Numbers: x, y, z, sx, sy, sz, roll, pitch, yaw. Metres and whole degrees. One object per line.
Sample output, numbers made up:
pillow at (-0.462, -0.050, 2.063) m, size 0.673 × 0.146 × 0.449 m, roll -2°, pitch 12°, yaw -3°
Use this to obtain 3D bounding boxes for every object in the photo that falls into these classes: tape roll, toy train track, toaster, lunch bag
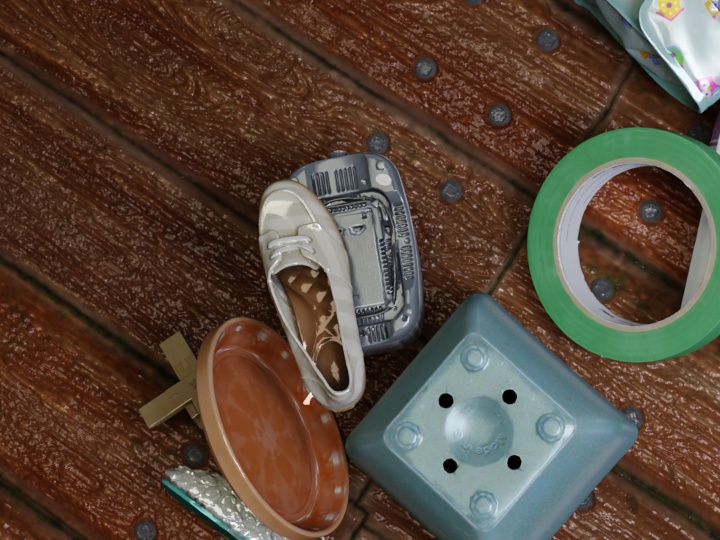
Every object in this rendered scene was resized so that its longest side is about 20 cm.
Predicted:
tape roll at (0.244, -0.022, 1.379) m, size 0.198 × 0.048 × 0.203 m, roll 0°, pitch 91°, yaw 29°
toy train track at (-0.124, 0.139, 1.425) m, size 0.114 × 0.033 × 0.201 m, roll -33°, pitch 57°, yaw -4°
toaster at (0.000, 0.000, 1.404) m, size 0.112 × 0.129 × 0.202 m, roll -11°, pitch 80°, yaw 6°
lunch bag at (0.295, -0.253, 1.386) m, size 0.170 × 0.122 × 0.200 m, roll -40°, pitch 59°, yaw 1°

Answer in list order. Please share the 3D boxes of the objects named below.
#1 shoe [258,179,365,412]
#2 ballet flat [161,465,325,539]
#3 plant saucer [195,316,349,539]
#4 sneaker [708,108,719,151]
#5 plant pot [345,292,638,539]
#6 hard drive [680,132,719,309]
shoe at (-0.039, 0.016, 1.313) m, size 0.069 × 0.053 × 0.202 m, roll -19°, pitch 80°, yaw 4°
ballet flat at (-0.086, 0.230, 1.420) m, size 0.200 × 0.072 × 0.072 m, roll 40°, pitch 88°, yaw 5°
plant saucer at (-0.078, 0.138, 1.364) m, size 0.032 × 0.200 × 0.202 m, roll -27°, pitch 79°, yaw 24°
sneaker at (0.415, -0.121, 1.398) m, size 0.199 × 0.073 × 0.115 m, roll 19°, pitch 82°, yaw 10°
plant pot at (0.105, 0.141, 1.335) m, size 0.196 × 0.200 × 0.197 m, roll 41°, pitch 89°, yaw 10°
hard drive at (0.360, -0.044, 1.362) m, size 0.131 × 0.027 × 0.202 m, roll 14°, pitch 98°, yaw 21°
